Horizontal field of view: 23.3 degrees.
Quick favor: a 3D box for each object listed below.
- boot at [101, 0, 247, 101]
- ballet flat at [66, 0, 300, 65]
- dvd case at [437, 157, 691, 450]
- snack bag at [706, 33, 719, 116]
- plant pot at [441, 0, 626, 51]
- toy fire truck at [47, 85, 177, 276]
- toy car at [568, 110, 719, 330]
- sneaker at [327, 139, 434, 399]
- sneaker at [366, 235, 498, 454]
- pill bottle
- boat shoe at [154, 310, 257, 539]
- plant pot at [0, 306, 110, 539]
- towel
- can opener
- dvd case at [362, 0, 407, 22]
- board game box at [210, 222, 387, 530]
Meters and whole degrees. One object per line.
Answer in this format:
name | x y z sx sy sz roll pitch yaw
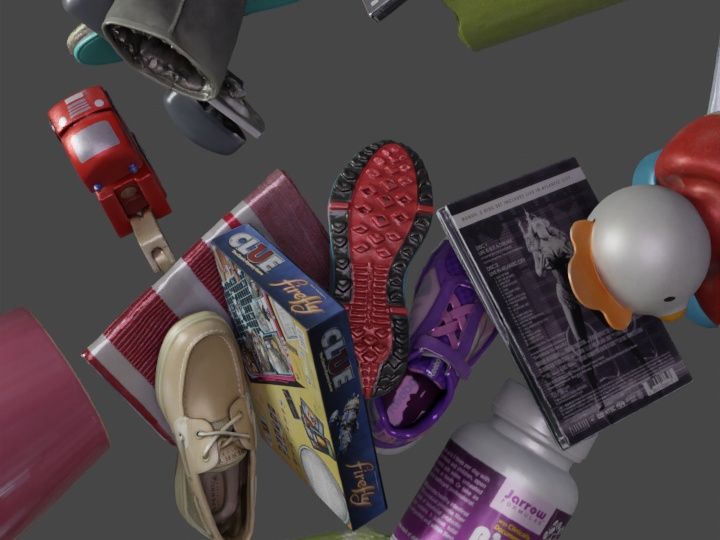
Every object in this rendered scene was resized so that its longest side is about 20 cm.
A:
boot | -0.140 -0.246 1.255 0.182 0.073 0.200 34 67 -16
ballet flat | -0.135 -0.217 1.347 0.200 0.072 0.072 -18 93 -3
dvd case | 0.157 0.021 1.329 0.148 0.016 0.200 -22 82 -38
snack bag | 0.376 -0.168 1.395 0.188 0.021 0.201 8 91 -3
plant pot | 0.139 -0.261 1.309 0.190 0.200 0.200 -26 93 10
toy fire truck | -0.162 -0.036 1.306 0.049 0.200 0.141 -28 65 -3
toy car | 0.236 -0.007 1.282 0.200 0.184 0.177 -26 94 -23
sneaker | 0.000 0.000 1.323 0.079 0.096 0.201 13 78 -10
sneaker | 0.062 0.057 1.350 0.080 0.088 0.200 31 89 -3
pill bottle | 0.098 0.189 1.344 0.112 0.112 0.200 31 90 -4
boat shoe | -0.107 0.123 1.309 0.072 0.065 0.201 -18 126 -27
plant pot | -0.293 0.127 1.290 0.179 0.200 0.200 -32 94 -17
towel | -0.101 0.032 1.314 0.200 0.144 0.023 -44 50 -8
can opener | -0.153 -0.150 1.307 0.067 0.053 0.200 -43 126 17
dvd case | 0.037 -0.297 1.287 0.149 0.016 0.200 -35 52 19
board game box | -0.044 0.078 1.275 0.035 0.135 0.200 -29 132 -21
